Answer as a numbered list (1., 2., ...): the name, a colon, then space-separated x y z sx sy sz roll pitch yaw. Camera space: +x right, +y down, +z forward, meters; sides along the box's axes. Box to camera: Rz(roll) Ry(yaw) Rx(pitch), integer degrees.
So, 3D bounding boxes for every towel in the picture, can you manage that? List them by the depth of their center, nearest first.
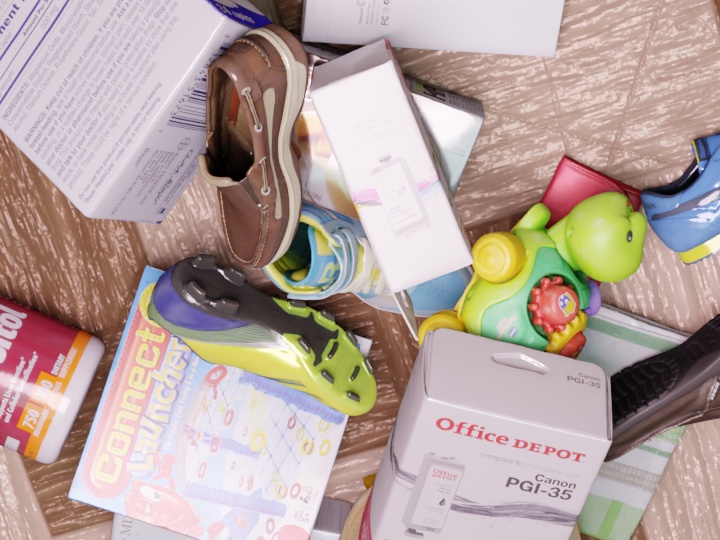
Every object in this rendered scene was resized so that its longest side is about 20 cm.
1. towel: 0.195 0.125 1.534 0.149 0.031 0.201 19 111 -11

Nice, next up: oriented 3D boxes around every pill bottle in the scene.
1. pill bottle: -0.320 0.070 1.497 0.199 0.113 0.113 23 108 -6

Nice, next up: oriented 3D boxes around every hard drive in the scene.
1. hard drive: 0.060 -0.232 1.400 0.199 0.027 0.132 3 121 -8

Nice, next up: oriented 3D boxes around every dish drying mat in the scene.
1. dish drying mat: 0.157 0.010 1.509 0.077 0.018 0.200 24 108 -5

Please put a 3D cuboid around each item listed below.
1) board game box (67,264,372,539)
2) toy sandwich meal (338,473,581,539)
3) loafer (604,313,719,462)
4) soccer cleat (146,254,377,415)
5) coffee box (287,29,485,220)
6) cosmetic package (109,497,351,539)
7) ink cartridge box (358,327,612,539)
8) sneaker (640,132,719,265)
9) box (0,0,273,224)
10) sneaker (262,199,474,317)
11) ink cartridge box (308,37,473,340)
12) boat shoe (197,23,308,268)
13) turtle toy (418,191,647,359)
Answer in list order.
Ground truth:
1. board game box: -0.114 0.121 1.495 0.195 0.056 0.201 18 83 -4
2. toy sandwich meal: 0.081 0.224 1.521 0.204 0.070 0.206 0 114 0
3. loafer: 0.266 0.101 1.471 0.200 0.073 0.071 -32 112 11
4. soccer cleat: -0.077 0.057 1.452 0.200 0.065 0.084 32 136 -17
5. coffee box: -0.015 -0.111 1.442 0.199 0.080 0.115 21 105 -5
6. cosmetic package: -0.113 0.236 1.565 0.199 0.074 0.102 10 107 -2
7. ink cartridge box: 0.091 0.156 1.386 0.146 0.083 0.200 13 127 -5
8. sneaker: 0.314 -0.088 1.446 0.200 0.066 0.079 -34 100 12
9. box: -0.188 -0.167 1.376 0.200 0.105 0.184 44 107 21
10. sneaker: 0.000 0.000 1.452 0.199 0.131 0.080 21 106 -5
11. ink cartridge box: 0.029 -0.061 1.353 0.067 0.117 0.201 -21 105 5
12. boat shoe: -0.089 -0.081 1.332 0.075 0.075 0.203 31 134 32
13. turtle toy: 0.139 0.018 1.420 0.101 0.146 0.200 38 107 16
